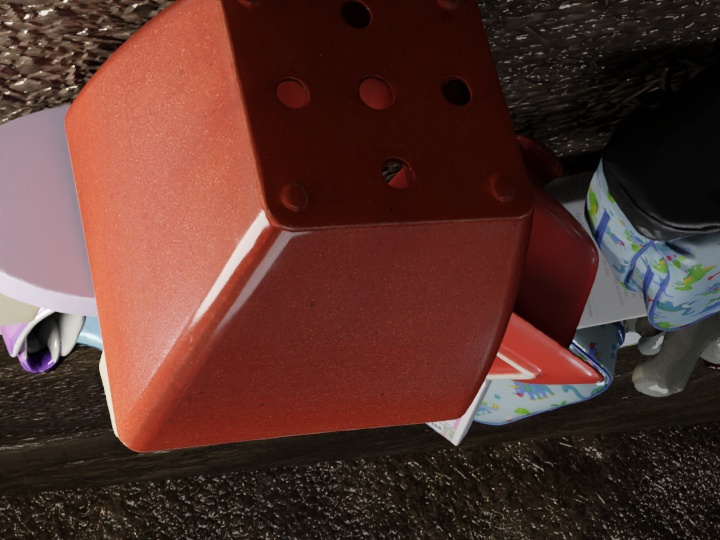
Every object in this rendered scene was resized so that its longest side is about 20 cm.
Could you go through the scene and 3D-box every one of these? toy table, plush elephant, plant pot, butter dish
[{"bbox_3d":[-0.142,-0.012,0.908,0.198,0.186,0.117,5,148,-19],"label":"toy table"},{"bbox_3d":[0.306,0.031,1.483,0.163,0.202,0.155,12,-177,-26],"label":"plush elephant"},{"bbox_3d":[-0.021,-0.044,0.794,0.198,0.202,0.176,-3,155,-24],"label":"plant pot"},{"bbox_3d":[0.085,-0.022,1.075,0.198,0.149,0.200,32,172,-5],"label":"butter dish"}]

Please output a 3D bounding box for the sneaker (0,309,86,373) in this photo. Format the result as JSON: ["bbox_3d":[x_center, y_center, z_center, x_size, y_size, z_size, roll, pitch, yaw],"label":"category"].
[{"bbox_3d":[-0.244,0.018,1.078,0.072,0.116,0.200,-2,168,-34],"label":"sneaker"}]

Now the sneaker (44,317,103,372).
[{"bbox_3d":[-0.175,0.039,1.283,0.198,0.091,0.078,-10,169,1],"label":"sneaker"}]

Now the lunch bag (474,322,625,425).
[{"bbox_3d":[0.137,0.060,1.502,0.160,0.083,0.199,40,142,-22],"label":"lunch bag"}]

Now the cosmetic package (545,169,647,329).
[{"bbox_3d":[0.217,-0.027,1.187,0.198,0.102,0.071,-11,-162,16],"label":"cosmetic package"}]

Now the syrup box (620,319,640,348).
[{"bbox_3d":[0.217,0.048,1.644,0.081,0.080,0.199,2,165,-42],"label":"syrup box"}]

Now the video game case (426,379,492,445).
[{"bbox_3d":[0.011,0.049,1.245,0.018,0.199,0.144,-49,169,-23],"label":"video game case"}]

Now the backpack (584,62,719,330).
[{"bbox_3d":[0.219,-0.045,1.034,0.162,0.155,0.200,-29,179,-12],"label":"backpack"}]
